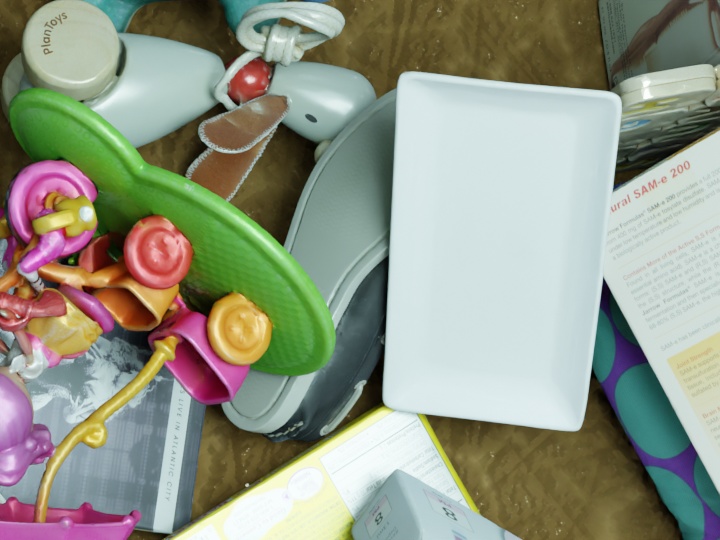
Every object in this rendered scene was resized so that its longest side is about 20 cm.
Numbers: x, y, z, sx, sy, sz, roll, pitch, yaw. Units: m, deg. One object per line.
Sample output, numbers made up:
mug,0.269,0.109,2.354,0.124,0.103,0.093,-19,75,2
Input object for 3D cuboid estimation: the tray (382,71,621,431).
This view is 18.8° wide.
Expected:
tray,0.067,-0.010,1.075,0.106,0.201,0.022,6,34,5

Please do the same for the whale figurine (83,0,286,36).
whale figurine,-0.094,-0.188,1.122,0.199,0.104,0.160,-29,85,22

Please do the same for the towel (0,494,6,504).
towel,-0.237,0.138,1.035,0.152,0.023,0.201,-34,128,-16

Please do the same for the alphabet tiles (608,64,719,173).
alphabet tiles,0.153,-0.075,1.128,0.194,0.200,0.015,-10,82,-14

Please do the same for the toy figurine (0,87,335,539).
toy figurine,-0.137,0.048,1.008,0.200,0.150,0.185,46,62,-20

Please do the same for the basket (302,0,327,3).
basket,0.023,-0.260,1.179,0.199,0.139,0.178,-23,82,12

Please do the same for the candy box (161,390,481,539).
candy box,-0.033,0.156,1.126,0.199,0.026,0.103,-30,96,-16

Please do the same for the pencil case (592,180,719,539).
pencil case,0.175,0.050,1.165,0.092,0.085,0.201,-27,84,9

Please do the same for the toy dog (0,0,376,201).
toy dog,-0.096,-0.073,1.119,0.198,0.132,0.097,2,74,9

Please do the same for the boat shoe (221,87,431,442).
boat shoe,0.000,0.000,1.122,0.060,0.074,0.201,21,98,-48

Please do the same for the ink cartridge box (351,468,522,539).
ink cartridge box,0.086,0.188,1.046,0.162,0.200,0.057,32,98,-20

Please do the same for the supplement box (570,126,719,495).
supplement box,0.210,0.026,1.063,0.073,0.126,0.201,-22,83,-59

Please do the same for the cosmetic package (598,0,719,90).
cosmetic package,0.207,-0.141,1.152,0.102,0.200,0.088,-5,78,-12

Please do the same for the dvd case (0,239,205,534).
dvd case,-0.170,0.047,1.098,0.199,0.016,0.150,11,82,-26
